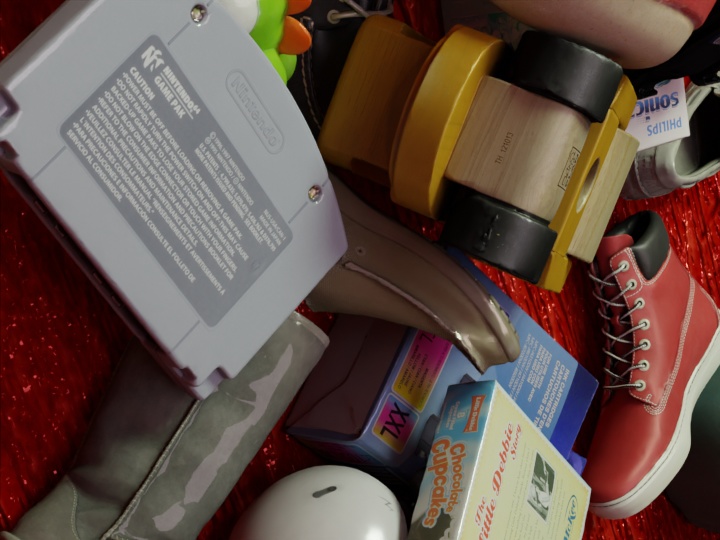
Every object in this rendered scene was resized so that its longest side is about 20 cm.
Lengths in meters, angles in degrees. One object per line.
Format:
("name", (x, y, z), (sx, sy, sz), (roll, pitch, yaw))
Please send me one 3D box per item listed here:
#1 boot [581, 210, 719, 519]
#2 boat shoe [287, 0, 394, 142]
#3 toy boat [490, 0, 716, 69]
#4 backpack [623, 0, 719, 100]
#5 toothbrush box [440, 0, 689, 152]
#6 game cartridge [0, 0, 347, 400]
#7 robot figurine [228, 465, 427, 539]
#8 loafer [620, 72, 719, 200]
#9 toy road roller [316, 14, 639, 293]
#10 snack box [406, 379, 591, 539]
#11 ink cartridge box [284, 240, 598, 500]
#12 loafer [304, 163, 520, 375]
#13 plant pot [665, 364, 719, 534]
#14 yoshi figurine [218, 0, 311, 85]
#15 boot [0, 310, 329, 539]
("boot", (0.181, 0.059, 1.027), (0.145, 0.072, 0.201), (53, 51, -29))
("boat shoe", (-0.008, -0.166, 0.841), (0.073, 0.060, 0.202), (16, 73, -40))
("toy boat", (0.110, -0.199, 0.783), (0.130, 0.200, 0.131), (10, 117, -56))
("backpack", (0.229, -0.209, 0.862), (0.176, 0.199, 0.152), (-13, 80, -40))
("toothbrush box", (0.131, -0.171, 0.961), (0.146, 0.085, 0.202), (-19, 103, -40))
("game cartridge", (-0.088, -0.049, 0.709), (0.133, 0.040, 0.201), (-45, 128, -17))
("robot figurine", (0.006, 0.198, 0.842), (0.200, 0.124, 0.151), (48, 47, -34))
("loafer", (0.261, -0.105, 1.087), (0.199, 0.069, 0.071), (-35, 113, -35))
("toy road roller", (0.066, -0.072, 0.818), (0.124, 0.145, 0.200), (-67, 162, 3))
("snack box", (0.067, 0.174, 0.793), (0.116, 0.037, 0.201), (48, 46, -35))
("ink cartridge box", (0.065, 0.091, 0.922), (0.200, 0.076, 0.137), (41, 66, -36))
("loafer", (0.000, 0.000, 0.820), (0.069, 0.199, 0.076), (-53, 167, -3))
("plant pot", (0.339, 0.129, 1.081), (0.199, 0.195, 0.203), (-3, 94, -40))
("yoshi figurine", (-0.104, -0.168, 0.743), (0.112, 0.112, 0.201), (-37, 122, -21))
("boot", (-0.076, 0.113, 0.764), (0.181, 0.073, 0.201), (35, 61, 5))
